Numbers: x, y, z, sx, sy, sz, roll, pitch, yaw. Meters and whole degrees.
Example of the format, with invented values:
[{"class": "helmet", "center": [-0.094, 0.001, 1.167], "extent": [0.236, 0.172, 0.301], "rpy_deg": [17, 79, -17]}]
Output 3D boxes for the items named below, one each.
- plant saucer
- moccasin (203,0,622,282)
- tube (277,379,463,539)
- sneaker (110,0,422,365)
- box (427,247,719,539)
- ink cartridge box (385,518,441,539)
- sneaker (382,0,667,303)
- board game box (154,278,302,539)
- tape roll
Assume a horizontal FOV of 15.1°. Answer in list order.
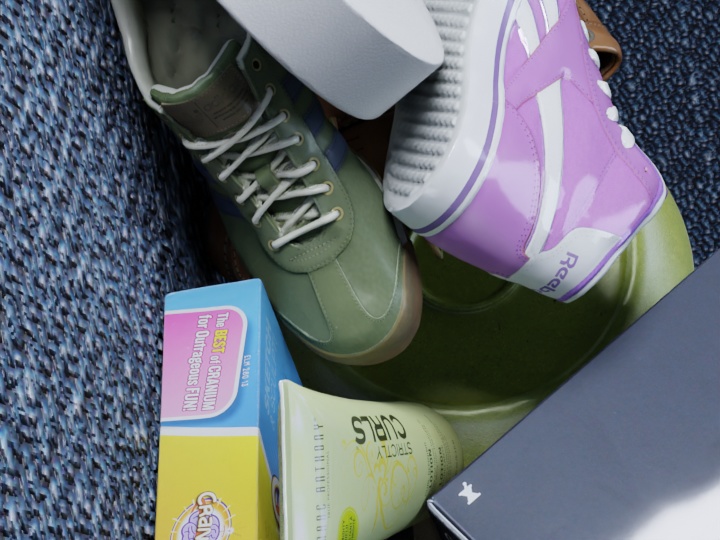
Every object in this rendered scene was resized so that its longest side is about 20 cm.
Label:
[{"class": "plant saucer", "center": [0.046, -0.001, 1.188], "extent": [0.031, 0.199, 0.201], "rpy_deg": [79, 5, -62]}, {"class": "moccasin", "center": [0.023, -0.054, 1.165], "extent": [0.078, 0.201, 0.074], "rpy_deg": [47, -24, 34]}, {"class": "tube", "center": [-0.003, 0.080, 1.041], "extent": [0.058, 0.052, 0.200], "rpy_deg": [48, 9, 11]}, {"class": "sneaker", "center": [-0.047, -0.055, 1.052], "extent": [0.201, 0.067, 0.090], "rpy_deg": [65, 17, 12]}, {"class": "box", "center": [0.145, 0.109, 1.142], "extent": [0.104, 0.200, 0.182], "rpy_deg": [41, -16, 32]}, {"class": "ink cartridge box", "center": [0.024, 0.199, 1.237], "extent": [0.200, 0.075, 0.166], "rpy_deg": [55, 25, -70]}, {"class": "sneaker", "center": [0.076, -0.072, 1.114], "extent": [0.114, 0.073, 0.201], "rpy_deg": [29, 52, -21]}, {"class": "board game box", "center": [-0.039, 0.128, 1.040], "extent": [0.153, 0.040, 0.201], "rpy_deg": [70, 14, -46]}, {"class": "tape roll", "center": [-0.044, -0.146, 1.045], "extent": [0.203, 0.037, 0.203], "rpy_deg": [47, 14, -15]}]
